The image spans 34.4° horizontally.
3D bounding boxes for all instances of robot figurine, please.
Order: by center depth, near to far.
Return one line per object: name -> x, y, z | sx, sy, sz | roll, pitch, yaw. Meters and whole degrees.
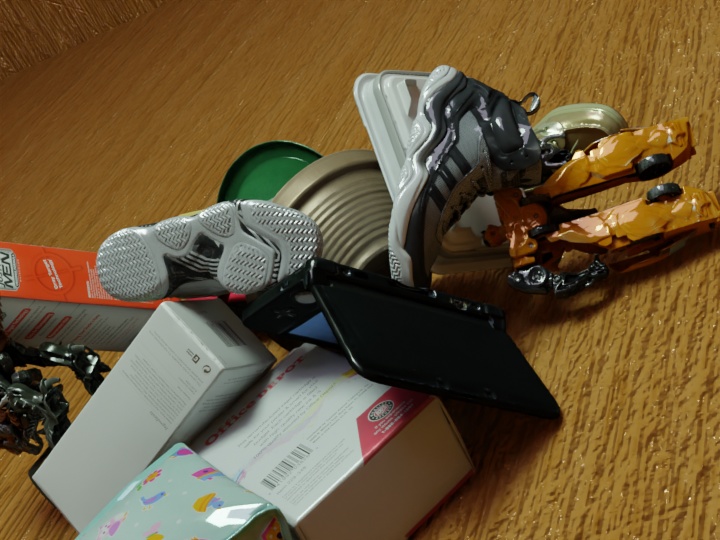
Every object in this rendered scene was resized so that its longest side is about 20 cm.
robot figurine -> 0.202, -0.052, 1.005 | 0.197, 0.058, 0.147 | -17, 68, 10

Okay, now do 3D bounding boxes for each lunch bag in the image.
lunch bag -> -0.149, 0.244, 0.838 | 0.199, 0.123, 0.169 | -39, 27, -23

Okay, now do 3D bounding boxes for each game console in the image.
game console -> 0.027, 0.073, 0.919 | 0.175, 0.198, 0.118 | -32, 51, 46

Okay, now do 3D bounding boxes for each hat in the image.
hat -> -0.101, -0.006, 1.080 | 0.163, 0.203, 0.176 | -9, 11, 27

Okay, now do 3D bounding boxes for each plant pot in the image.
plant pot -> 0.000, 0.000, 1.059 | 0.200, 0.202, 0.092 | -38, 44, -16

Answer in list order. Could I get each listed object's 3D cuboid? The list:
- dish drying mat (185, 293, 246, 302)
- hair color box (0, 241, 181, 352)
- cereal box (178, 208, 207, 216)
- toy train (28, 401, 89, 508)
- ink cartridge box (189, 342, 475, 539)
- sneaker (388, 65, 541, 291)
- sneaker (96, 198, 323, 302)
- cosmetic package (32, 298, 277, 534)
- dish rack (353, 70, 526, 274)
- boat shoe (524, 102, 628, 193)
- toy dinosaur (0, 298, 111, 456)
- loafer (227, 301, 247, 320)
dish drying mat -> -0.088, -0.005, 1.210 | 0.197, 0.018, 0.078 | -7, 45, 23
hair color box -> -0.285, 0.029, 1.132 | 0.101, 0.198, 0.062 | -37, 58, 40
cereal box -> -0.083, -0.052, 1.285 | 0.142, 0.040, 0.199 | -9, -4, 39
toy train -> -0.245, 0.155, 1.164 | 0.113, 0.086, 0.201 | -23, 24, 39
ink cartridge box -> -0.028, 0.149, 0.922 | 0.147, 0.086, 0.199 | -40, 25, -20
sneaker -> 0.091, -0.070, 0.965 | 0.112, 0.076, 0.203 | 11, 75, 10
sneaker -> -0.114, -0.017, 0.988 | 0.197, 0.076, 0.115 | -8, 0, 17
cosmetic package -> -0.175, 0.127, 0.997 | 0.201, 0.085, 0.107 | -50, -15, 13
dish rack -> 0.089, -0.100, 1.073 | 0.170, 0.203, 0.043 | -5, -19, -45
boat shoe -> 0.187, -0.112, 1.197 | 0.199, 0.073, 0.063 | -20, 30, 46
toy dinosaur -> -0.318, 0.104, 1.069 | 0.134, 0.201, 0.103 | 12, 63, 15
loafer -> -0.076, 0.016, 1.263 | 0.197, 0.073, 0.063 | -11, 12, 23
